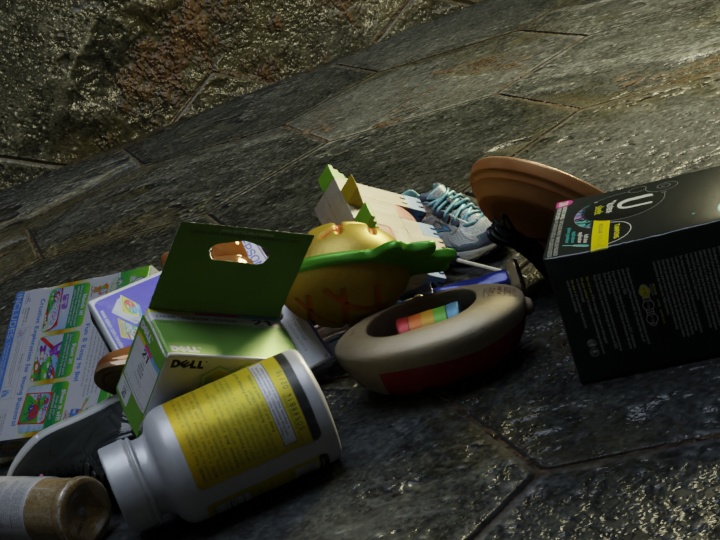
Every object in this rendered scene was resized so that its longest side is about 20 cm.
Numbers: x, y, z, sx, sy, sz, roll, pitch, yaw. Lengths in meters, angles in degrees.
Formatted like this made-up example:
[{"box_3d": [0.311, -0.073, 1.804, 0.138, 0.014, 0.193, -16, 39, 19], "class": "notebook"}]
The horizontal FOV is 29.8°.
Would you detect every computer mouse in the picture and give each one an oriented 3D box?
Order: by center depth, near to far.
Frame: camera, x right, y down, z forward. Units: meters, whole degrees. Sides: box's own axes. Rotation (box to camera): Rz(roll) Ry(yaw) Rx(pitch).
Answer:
[{"box_3d": [0.229, -0.007, 1.389, 0.200, 0.110, 0.044, 13, 72, 47], "class": "computer mouse"}]

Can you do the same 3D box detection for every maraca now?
[{"box_3d": [0.000, 0.000, 1.389, 0.200, 0.107, 0.137, -14, -14, 29], "class": "maraca"}]

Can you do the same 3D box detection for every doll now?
[{"box_3d": [0.076, 0.037, 1.453, 0.200, 0.049, 0.136, -19, -4, 10], "class": "doll"}]

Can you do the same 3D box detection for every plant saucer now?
[{"box_3d": [0.203, -0.055, 1.432, 0.200, 0.200, 0.038, 7, 67, 55], "class": "plant saucer"}]

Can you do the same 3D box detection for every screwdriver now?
[{"box_3d": [0.123, -0.012, 1.586, 0.028, 0.029, 0.200, -44, 28, -21], "class": "screwdriver"}]

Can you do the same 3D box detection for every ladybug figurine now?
[{"box_3d": [0.076, 0.070, 1.325, 0.200, 0.072, 0.136, -16, 17, 13], "class": "ladybug figurine"}]

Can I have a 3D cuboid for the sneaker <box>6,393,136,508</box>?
[{"box_3d": [-0.270, 0.197, 1.322, 0.200, 0.071, 0.099, -32, 37, 13], "class": "sneaker"}]

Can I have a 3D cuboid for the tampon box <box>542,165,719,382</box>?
[{"box_3d": [0.284, -0.004, 1.232, 0.200, 0.127, 0.150, -14, 19, 18], "class": "tampon box"}]

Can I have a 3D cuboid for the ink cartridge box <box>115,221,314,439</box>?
[{"box_3d": [-0.126, 0.061, 1.267, 0.148, 0.200, 0.076, 5, 33, -31], "class": "ink cartridge box"}]

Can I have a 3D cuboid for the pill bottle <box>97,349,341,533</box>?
[{"box_3d": [-0.127, 0.158, 1.214, 0.200, 0.112, 0.111, -23, 18, -12], "class": "pill bottle"}]

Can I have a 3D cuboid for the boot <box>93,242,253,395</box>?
[{"box_3d": [-0.186, 0.042, 1.384, 0.200, 0.077, 0.156, -13, 59, -15], "class": "boot"}]

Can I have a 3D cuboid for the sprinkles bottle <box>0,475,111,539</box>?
[{"box_3d": [-0.329, 0.228, 1.289, 0.200, 0.068, 0.068, -6, 21, 36], "class": "sprinkles bottle"}]

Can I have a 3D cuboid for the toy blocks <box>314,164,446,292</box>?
[{"box_3d": [0.036, -0.029, 1.563, 0.136, 0.100, 0.200, 12, 36, -33], "class": "toy blocks"}]

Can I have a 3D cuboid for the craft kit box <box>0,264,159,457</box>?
[{"box_3d": [-0.320, 0.103, 1.524, 0.197, 0.049, 0.200, -12, 55, 28], "class": "craft kit box"}]

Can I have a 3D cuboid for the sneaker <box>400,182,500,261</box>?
[{"box_3d": [0.107, -0.061, 1.667, 0.078, 0.086, 0.200, -32, 21, -32], "class": "sneaker"}]

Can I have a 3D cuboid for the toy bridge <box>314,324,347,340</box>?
[{"box_3d": [-0.100, 0.085, 1.546, 0.200, 0.027, 0.067, -17, 18, 7], "class": "toy bridge"}]

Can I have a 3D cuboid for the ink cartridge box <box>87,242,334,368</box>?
[{"box_3d": [-0.160, 0.074, 1.440, 0.200, 0.043, 0.198, -25, 57, -16], "class": "ink cartridge box"}]
